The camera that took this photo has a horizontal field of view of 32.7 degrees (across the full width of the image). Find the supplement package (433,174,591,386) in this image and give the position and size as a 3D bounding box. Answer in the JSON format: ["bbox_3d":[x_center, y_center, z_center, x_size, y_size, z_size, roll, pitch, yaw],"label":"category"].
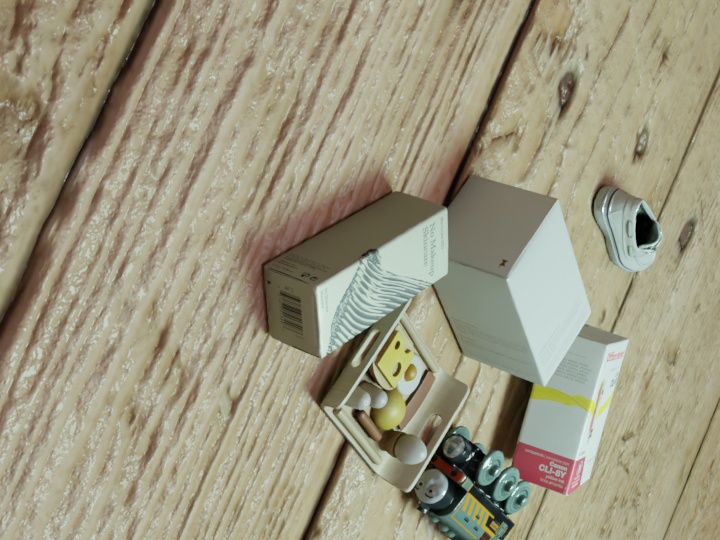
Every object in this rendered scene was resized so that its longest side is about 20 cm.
[{"bbox_3d":[0.164,0.013,1.359,0.117,0.117,0.200,-53,142,-23],"label":"supplement package"}]

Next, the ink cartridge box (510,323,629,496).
[{"bbox_3d":[0.271,0.173,1.584,0.145,0.083,0.201,0,105,-67],"label":"ink cartridge box"}]

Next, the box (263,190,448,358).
[{"bbox_3d":[0.000,0.000,1.172,0.200,0.068,0.083,-33,130,-41],"label":"box"}]

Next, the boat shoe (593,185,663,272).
[{"bbox_3d":[0.372,-0.045,1.655,0.200,0.067,0.074,37,76,-54],"label":"boat shoe"}]

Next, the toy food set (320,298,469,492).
[{"bbox_3d":[0.046,0.132,1.304,0.144,0.060,0.200,-56,143,-19],"label":"toy food set"}]

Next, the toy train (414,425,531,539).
[{"bbox_3d":[0.133,0.269,1.474,0.114,0.085,0.200,-52,142,-9],"label":"toy train"}]
